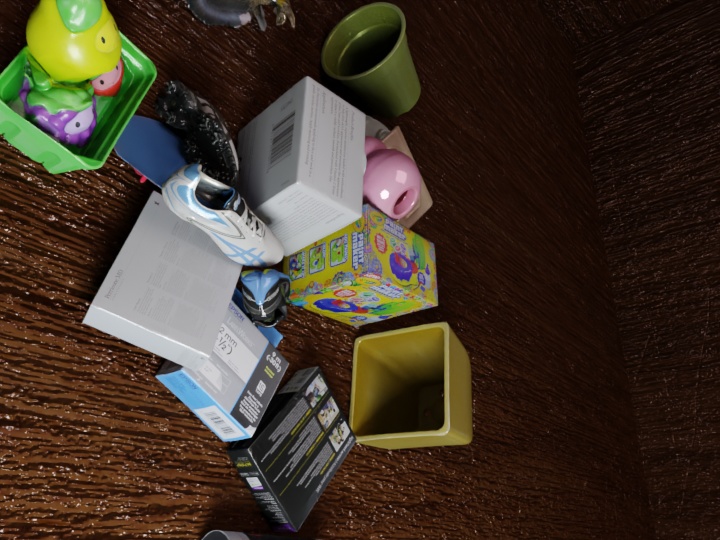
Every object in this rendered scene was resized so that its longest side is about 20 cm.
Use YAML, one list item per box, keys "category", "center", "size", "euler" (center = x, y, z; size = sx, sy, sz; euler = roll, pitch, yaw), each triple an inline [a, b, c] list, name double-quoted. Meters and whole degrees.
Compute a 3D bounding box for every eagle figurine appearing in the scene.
- category: "eagle figurine"
  center: [-0.218, -0.507, 1.055]
  size: [0.198, 0.152, 0.152]
  euler: [1, 27, -23]

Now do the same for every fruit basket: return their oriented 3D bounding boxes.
- category: "fruit basket"
  center: [-0.325, -0.237, 0.701]
  size: [0.155, 0.214, 0.217]
  euler: [42, 45, -35]

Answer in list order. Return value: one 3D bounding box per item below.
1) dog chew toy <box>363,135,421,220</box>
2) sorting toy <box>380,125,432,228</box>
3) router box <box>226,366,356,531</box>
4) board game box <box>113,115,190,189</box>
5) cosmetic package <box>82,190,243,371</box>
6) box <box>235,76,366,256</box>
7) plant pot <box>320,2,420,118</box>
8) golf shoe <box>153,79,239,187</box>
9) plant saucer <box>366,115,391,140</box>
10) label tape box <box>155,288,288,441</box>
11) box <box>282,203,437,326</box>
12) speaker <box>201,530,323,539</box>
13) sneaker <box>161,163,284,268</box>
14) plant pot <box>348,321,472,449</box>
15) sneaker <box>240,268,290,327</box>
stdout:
- category: "dog chew toy"
  center: [0.012, -0.174, 1.039]
  size: [0.200, 0.125, 0.124]
  euler: [45, 25, 28]
- category: "sorting toy"
  center: [0.051, -0.155, 1.185]
  size: [0.200, 0.036, 0.186]
  euler: [-48, 123, -30]
- category: "router box"
  center: [-0.096, 0.266, 0.917]
  size: [0.200, 0.051, 0.150]
  euler: [-45, 113, -52]
- category: "board game box"
  center: [-0.268, -0.134, 0.849]
  size: [0.199, 0.039, 0.158]
  euler: [38, 24, -14]
- category: "cosmetic package"
  center: [-0.242, 0.010, 0.781]
  size: [0.150, 0.052, 0.201]
  euler: [30, 45, -20]
- category: "box"
  center: [-0.102, -0.158, 0.960]
  size: [0.130, 0.199, 0.201]
  euler: [24, 57, -37]
- category: "plant pot"
  center: [0.045, -0.441, 1.324]
  size: [0.190, 0.198, 0.202]
  euler: [41, 45, -52]
- category: "golf shoe"
  center: [-0.219, -0.199, 0.890]
  size: [0.201, 0.078, 0.094]
  euler: [57, 23, 19]
- category: "plant saucer"
  center: [0.049, -0.234, 1.247]
  size: [0.199, 0.050, 0.202]
  euler: [28, 54, -47]
- category: "label tape box"
  center: [-0.177, 0.117, 0.862]
  size: [0.144, 0.066, 0.201]
  euler: [52, 42, -25]
- category: "box"
  center: [0.000, 0.000, 1.043]
  size: [0.199, 0.191, 0.123]
  euler: [24, 57, -45]
- category: "speaker"
  center: [-0.123, 0.397, 0.802]
  size: [0.199, 0.081, 0.082]
  euler: [30, 52, -43]
- category: "sneaker"
  center: [-0.166, -0.066, 0.790]
  size: [0.200, 0.072, 0.072]
  euler: [38, 42, -42]
- category: "plant pot"
  center: [0.116, 0.234, 1.110]
  size: [0.200, 0.194, 0.196]
  euler: [39, 47, -47]
- category: "sneaker"
  center: [-0.142, 0.042, 0.887]
  size: [0.200, 0.070, 0.084]
  euler: [146, -57, -87]
